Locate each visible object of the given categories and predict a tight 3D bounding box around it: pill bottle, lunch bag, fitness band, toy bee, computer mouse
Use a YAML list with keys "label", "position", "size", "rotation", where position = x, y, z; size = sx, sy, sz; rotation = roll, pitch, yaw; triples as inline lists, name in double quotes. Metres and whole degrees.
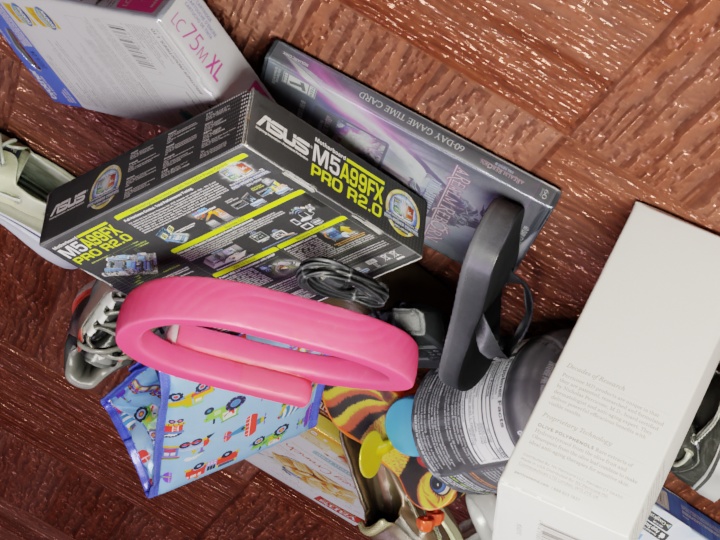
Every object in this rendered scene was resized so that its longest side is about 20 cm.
- label: "pill bottle"
  position: [0.125, 0.098, 1.478]
  size: [0.106, 0.106, 0.200]
  rotation: [36, 157, -17]
- label: "lunch bag"
  position: [-0.097, 0.074, 1.592]
  size: [0.094, 0.150, 0.200]
  rotation: [61, 156, 16]
- label: "fitness band"
  position: [-0.060, 0.047, 1.390]
  size: [0.200, 0.038, 0.144]
  rotation: [14, 160, -18]
- label: "toy bee"
  position: [0.044, 0.142, 1.642]
  size: [0.131, 0.109, 0.200]
  rotation: [0, -152, -42]
- label: "computer mouse"
  position: [0.013, 0.022, 1.385]
  size: [0.059, 0.034, 0.200]
  rotation: [-2, 161, 23]

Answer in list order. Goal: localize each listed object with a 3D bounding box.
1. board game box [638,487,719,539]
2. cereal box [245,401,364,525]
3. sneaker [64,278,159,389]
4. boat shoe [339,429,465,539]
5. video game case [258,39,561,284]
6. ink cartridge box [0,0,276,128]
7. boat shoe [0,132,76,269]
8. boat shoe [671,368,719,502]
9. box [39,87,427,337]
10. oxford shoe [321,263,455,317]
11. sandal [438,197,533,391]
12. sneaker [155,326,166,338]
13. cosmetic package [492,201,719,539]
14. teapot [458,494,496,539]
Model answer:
- label: "board game box"
  position: [0.223, 0.277, 1.670]
  size: [0.200, 0.199, 0.043]
  rotation: [34, -158, -11]
- label: "cereal box"
  position: [-0.025, 0.166, 1.898]
  size: [0.144, 0.040, 0.200]
  rotation: [32, 158, -8]
- label: "sneaker"
  position: [-0.165, 0.031, 1.526]
  size: [0.077, 0.082, 0.200]
  rotation: [24, 148, -8]
- label: "boat shoe"
  position: [0.029, 0.205, 1.717]
  size: [0.075, 0.075, 0.203]
  rotation: [-28, 78, 49]
- label: "video game case"
  position: [0.022, -0.066, 1.365]
  size: [0.200, 0.019, 0.143]
  rotation: [29, 158, 2]
- label: "ink cartridge box"
  position: [-0.155, -0.144, 1.364]
  size: [0.200, 0.042, 0.119]
  rotation: [13, 150, 41]
- label: "boat shoe"
  position: [-0.277, -0.078, 1.659]
  size: [0.200, 0.072, 0.062]
  rotation: [33, 134, -18]
- label: "boat shoe"
  position: [0.229, 0.103, 1.412]
  size: [0.064, 0.071, 0.200]
  rotation: [25, 159, 8]
- label: "box"
  position: [-0.082, -0.030, 1.369]
  size: [0.200, 0.044, 0.160]
  rotation: [-23, 138, 40]
- label: "oxford shoe"
  position: [0.000, 0.000, 1.467]
  size: [0.200, 0.073, 0.084]
  rotation: [30, 150, -10]
- label: "sandal"
  position: [0.085, 0.027, 1.366]
  size: [0.043, 0.076, 0.200]
  rotation: [23, 157, 9]
- label: "sneaker"
  position: [-0.156, -0.018, 1.604]
  size: [0.129, 0.080, 0.199]
  rotation: [34, 158, -10]
- label: "cosmetic package"
  position: [0.157, 0.075, 1.263]
  size: [0.085, 0.200, 0.108]
  rotation: [22, 155, 12]
- label: "teapot"
  position: [0.124, 0.273, 1.813]
  size: [0.197, 0.146, 0.200]
  rotation: [2, 140, -49]
